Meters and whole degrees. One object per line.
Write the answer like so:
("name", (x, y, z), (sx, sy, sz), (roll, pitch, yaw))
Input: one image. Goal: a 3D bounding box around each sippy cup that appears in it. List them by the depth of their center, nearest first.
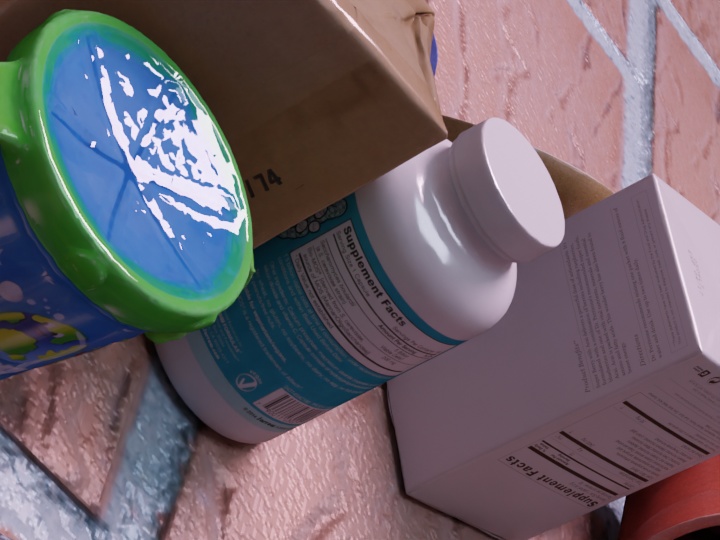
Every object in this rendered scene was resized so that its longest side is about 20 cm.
("sippy cup", (-0.136, -0.018, 0.877), (0.178, 0.130, 0.140), (53, 29, -18))

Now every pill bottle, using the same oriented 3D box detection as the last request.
("pill bottle", (0.000, 0.000, 1.043), (0.111, 0.200, 0.111), (43, 32, -34))

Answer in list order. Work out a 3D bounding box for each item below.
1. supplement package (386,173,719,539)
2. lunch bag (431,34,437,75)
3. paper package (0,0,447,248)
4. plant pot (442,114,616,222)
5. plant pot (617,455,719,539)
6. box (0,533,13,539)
("supplement package", (0.127, 0.056, 1.218), (0.120, 0.200, 0.122), (31, 41, -46))
("lunch bag", (-0.057, -0.136, 1.145), (0.201, 0.136, 0.132), (62, 26, -3))
("paper package", (-0.090, -0.099, 0.972), (0.191, 0.200, 0.104), (44, 26, -34))
("plant pot", (0.073, -0.043, 1.268), (0.200, 0.200, 0.028), (34, 72, -43))
("plant pot", (0.240, 0.191, 1.327), (0.201, 0.200, 0.195), (54, 19, -15))
("box", (-0.128, 0.185, 0.668), (0.200, 0.117, 0.197), (37, 16, -40))
